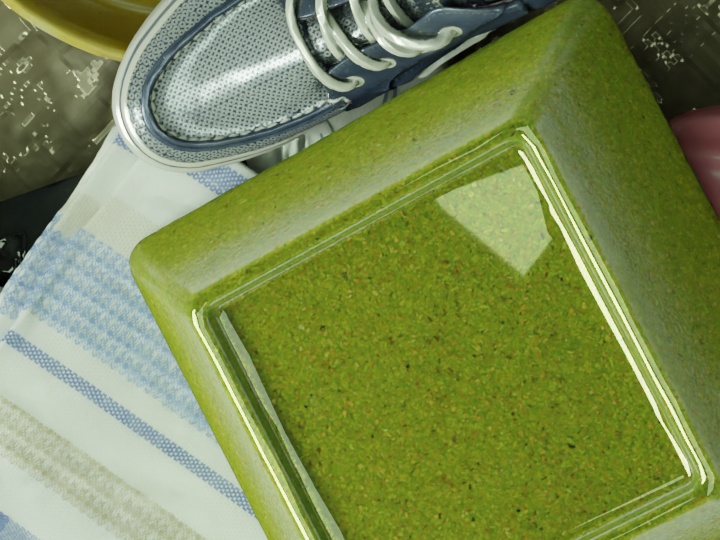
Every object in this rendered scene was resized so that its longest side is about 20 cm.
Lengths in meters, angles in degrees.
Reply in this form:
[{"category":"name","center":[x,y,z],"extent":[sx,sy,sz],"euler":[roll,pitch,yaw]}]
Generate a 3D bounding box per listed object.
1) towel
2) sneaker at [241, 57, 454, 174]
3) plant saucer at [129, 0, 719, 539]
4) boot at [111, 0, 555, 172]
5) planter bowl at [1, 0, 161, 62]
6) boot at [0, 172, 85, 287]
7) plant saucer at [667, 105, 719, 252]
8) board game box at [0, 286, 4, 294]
[{"category":"towel","center":[-0.076,0.055,1.040],"extent":[0.147,0.024,0.200],"euler":[34,83,0]},{"category":"sneaker","center":[0.000,0.000,1.091],"extent":[0.087,0.075,0.200],"euler":[-2,99,9]},{"category":"plant saucer","center":[0.035,0.039,0.974],"extent":[0.200,0.048,0.200],"euler":[-29,87,19]},{"category":"boot","center":[0.002,-0.095,0.992],"extent":[0.200,0.090,0.073],"euler":[-33,103,1]},{"category":"planter bowl","center":[-0.066,-0.179,1.057],"extent":[0.200,0.083,0.200],"euler":[-1,103,-6]},{"category":"boot","center":[-0.133,0.055,1.139],"extent":[0.200,0.066,0.165],"euler":[-17,97,11]},{"category":"plant saucer","center":[0.139,0.043,1.019],"extent":[0.201,0.051,0.201],"euler":[28,130,40]},{"category":"board game box","center":[-0.172,0.094,1.099],"extent":[0.200,0.026,0.200],"euler":[20,115,-16]}]
